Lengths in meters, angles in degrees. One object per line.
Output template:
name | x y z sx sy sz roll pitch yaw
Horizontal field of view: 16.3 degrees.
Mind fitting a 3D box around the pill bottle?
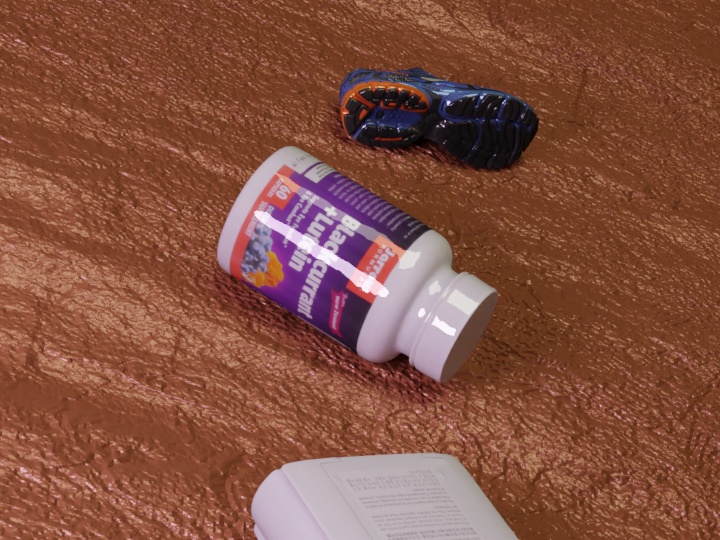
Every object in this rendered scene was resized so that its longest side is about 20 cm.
pill bottle | 0.000 0.000 1.906 0.199 0.112 0.111 31 30 14

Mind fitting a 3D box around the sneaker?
sneaker | 0.070 -0.148 2.243 0.199 0.076 0.079 11 28 -24

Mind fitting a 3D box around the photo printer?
photo printer | 0.041 0.208 1.639 0.165 0.070 0.200 -1 38 -37
